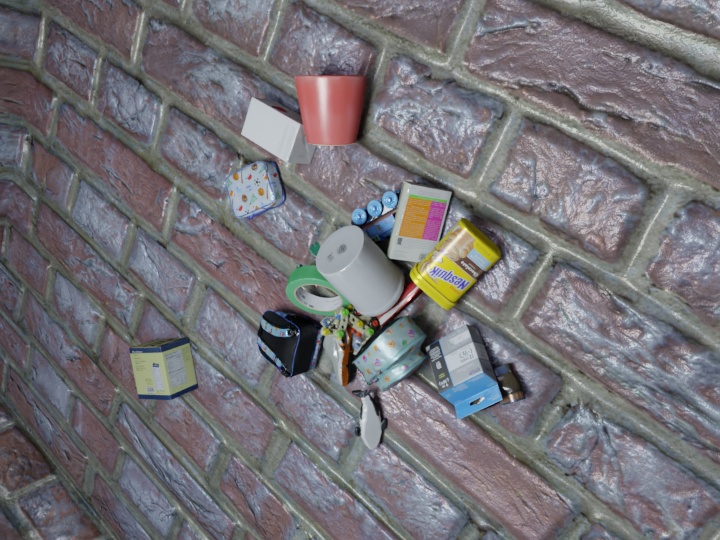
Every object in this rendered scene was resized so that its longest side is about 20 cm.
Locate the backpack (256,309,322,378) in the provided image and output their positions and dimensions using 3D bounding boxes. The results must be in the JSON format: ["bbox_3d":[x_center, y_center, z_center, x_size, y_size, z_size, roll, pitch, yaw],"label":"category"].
[{"bbox_3d":[-0.236,0.219,1.650,0.199,0.134,0.185,25,109,39],"label":"backpack"}]

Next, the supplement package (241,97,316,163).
[{"bbox_3d":[-0.237,-0.419,1.553,0.199,0.121,0.121,33,114,21],"label":"supplement package"}]

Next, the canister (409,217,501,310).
[{"bbox_3d":[0.245,-0.018,1.337,0.148,0.087,0.200,39,115,-4],"label":"canister"}]

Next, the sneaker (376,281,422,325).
[{"bbox_3d":[0.091,0.058,1.462,0.200,0.078,0.116,-45,76,27],"label":"sneaker"}]

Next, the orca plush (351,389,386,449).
[{"bbox_3d":[0.012,0.442,1.574,0.071,0.104,0.202,29,146,64],"label":"orca plush"}]

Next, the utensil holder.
[{"bbox_3d":[0.000,0.000,1.393,0.168,0.200,0.172,-23,43,24],"label":"utensil holder"}]

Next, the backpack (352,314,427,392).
[{"bbox_3d":[0.091,0.221,1.407,0.154,0.175,0.201,48,141,19],"label":"backpack"}]

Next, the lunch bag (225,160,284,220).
[{"bbox_3d":[-0.343,-0.255,1.673,0.198,0.075,0.163,-17,92,31],"label":"lunch bag"}]

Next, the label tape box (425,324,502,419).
[{"bbox_3d":[0.266,0.265,1.353,0.143,0.066,0.202,-35,52,30],"label":"label tape box"}]

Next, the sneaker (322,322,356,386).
[{"bbox_3d":[-0.071,0.255,1.602,0.091,0.075,0.203,-6,88,39],"label":"sneaker"}]

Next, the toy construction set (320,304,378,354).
[{"bbox_3d":[-0.022,0.178,1.509,0.091,0.200,0.132,6,59,50],"label":"toy construction set"}]

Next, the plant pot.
[{"bbox_3d":[-0.081,-0.444,1.429,0.198,0.200,0.180,12,115,28],"label":"plant pot"}]

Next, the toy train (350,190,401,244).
[{"bbox_3d":[0.065,-0.144,1.440,0.198,0.086,0.116,-25,89,28],"label":"toy train"}]

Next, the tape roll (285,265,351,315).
[{"bbox_3d":[-0.119,0.063,1.528,0.198,0.201,0.049,-13,48,31],"label":"tape roll"}]

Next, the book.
[{"bbox_3d":[0.156,-0.122,1.370,0.048,0.132,0.203,-132,52,-64],"label":"book"}]

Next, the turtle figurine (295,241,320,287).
[{"bbox_3d":[-0.109,-0.032,1.537,0.101,0.150,0.200,44,158,8],"label":"turtle figurine"}]

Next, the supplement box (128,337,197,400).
[{"bbox_3d":[-0.756,0.375,1.987,0.198,0.134,0.203,-7,95,31],"label":"supplement box"}]

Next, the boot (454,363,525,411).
[{"bbox_3d":[0.332,0.316,1.375,0.198,0.074,0.098,-23,70,29],"label":"boot"}]
